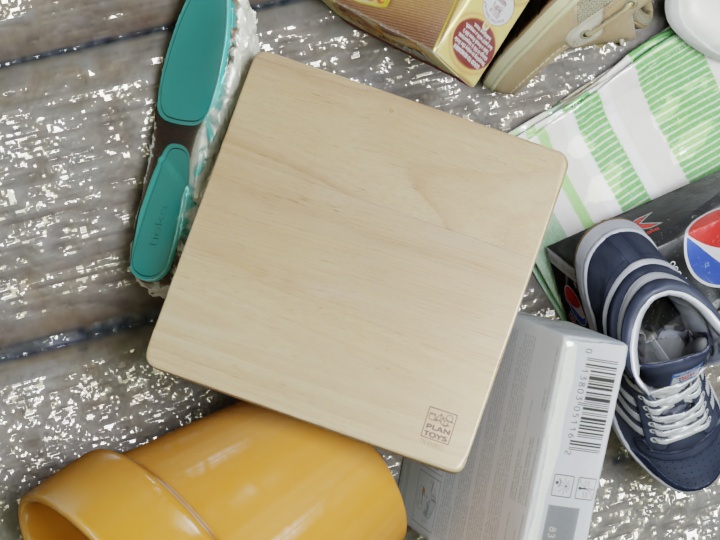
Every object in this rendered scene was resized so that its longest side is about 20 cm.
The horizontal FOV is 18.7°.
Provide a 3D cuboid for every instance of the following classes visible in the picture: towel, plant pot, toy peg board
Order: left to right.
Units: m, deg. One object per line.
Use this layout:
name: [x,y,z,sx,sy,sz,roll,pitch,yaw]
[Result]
plant pot: [-0.078,0.169,1.338,0.183,0.200,0.201,-35,106,-24]
toy peg board: [0.000,0.000,1.330,0.199,0.098,0.200,19,83,5]
towel: [0.190,-0.066,1.456,0.200,0.023,0.153,-35,106,-9]

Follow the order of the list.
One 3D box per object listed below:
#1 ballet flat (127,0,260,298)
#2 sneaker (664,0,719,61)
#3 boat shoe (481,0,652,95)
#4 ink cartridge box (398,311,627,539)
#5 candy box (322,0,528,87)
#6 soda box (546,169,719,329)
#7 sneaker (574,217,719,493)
ballet flat: [-0.096,-0.081,1.361,0.071,0.072,0.201,13,96,-17]
sneaker: [0.298,-0.168,1.429,0.199,0.085,0.073,8,84,-23]
boat shoe: [0.152,-0.168,1.361,0.065,0.072,0.200,38,125,-11]
ink cartridge box: [0.088,0.104,1.360,0.047,0.200,0.161,9,95,-21]
candy box: [0.072,-0.226,1.349,0.201,0.115,0.055,-57,141,-2]
soda box: [0.227,-0.017,1.425,0.199,0.071,0.064,-24,115,-11]
sneaker: [0.192,0.073,1.346,0.070,0.109,0.201,-26,117,-5]
